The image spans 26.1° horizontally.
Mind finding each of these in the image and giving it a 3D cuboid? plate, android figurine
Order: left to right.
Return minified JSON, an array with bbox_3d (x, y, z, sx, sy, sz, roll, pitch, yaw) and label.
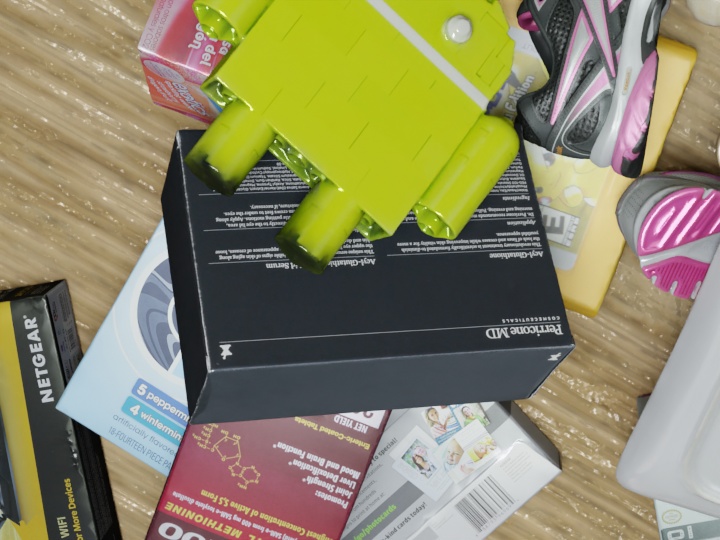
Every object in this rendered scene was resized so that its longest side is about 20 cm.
[{"bbox_3d":[0.003,-0.103,0.799,0.182,0.041,0.200,43,73,-13],"label":"android figurine"},{"bbox_3d":[0.270,0.082,0.879,0.199,0.032,0.201,19,118,0],"label":"plate"}]

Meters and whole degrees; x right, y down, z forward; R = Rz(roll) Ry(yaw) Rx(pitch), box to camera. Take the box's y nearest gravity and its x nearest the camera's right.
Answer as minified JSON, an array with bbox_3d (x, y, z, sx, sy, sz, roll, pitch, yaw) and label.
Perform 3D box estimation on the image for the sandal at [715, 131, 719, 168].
[{"bbox_3d":[0.301,-0.045,0.838,0.210,0.070,0.078,17,103,2],"label":"sandal"}]

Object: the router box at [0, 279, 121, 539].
[{"bbox_3d":[-0.252,0.118,1.012,0.156,0.052,0.202,-10,100,7],"label":"router box"}]

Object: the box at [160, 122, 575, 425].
[{"bbox_3d":[0.000,0.000,0.845,0.198,0.079,0.142,-2,61,-16],"label":"box"}]

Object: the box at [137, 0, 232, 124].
[{"bbox_3d":[-0.044,-0.181,0.874,0.094,0.103,0.201,21,78,0],"label":"box"}]

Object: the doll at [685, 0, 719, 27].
[{"bbox_3d":[0.207,-0.219,0.859,0.048,0.137,0.201,-6,137,-5],"label":"doll"}]

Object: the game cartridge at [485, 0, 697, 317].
[{"bbox_3d":[0.082,-0.085,0.951,0.199,0.032,0.178,19,103,-1],"label":"game cartridge"}]

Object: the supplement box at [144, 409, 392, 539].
[{"bbox_3d":[-0.060,0.132,0.907,0.108,0.061,0.201,20,103,-1],"label":"supplement box"}]

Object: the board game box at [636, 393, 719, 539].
[{"bbox_3d":[0.262,0.169,0.971,0.146,0.064,0.202,-10,99,8],"label":"board game box"}]

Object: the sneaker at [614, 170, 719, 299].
[{"bbox_3d":[0.234,-0.010,0.927,0.199,0.088,0.082,29,106,-26],"label":"sneaker"}]

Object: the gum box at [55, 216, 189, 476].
[{"bbox_3d":[-0.063,0.041,0.944,0.169,0.045,0.201,32,101,-1],"label":"gum box"}]

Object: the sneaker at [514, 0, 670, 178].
[{"bbox_3d":[0.134,-0.158,0.885,0.086,0.080,0.202,10,76,10],"label":"sneaker"}]

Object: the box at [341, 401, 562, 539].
[{"bbox_3d":[0.006,0.101,0.992,0.156,0.041,0.200,-43,96,11],"label":"box"}]
